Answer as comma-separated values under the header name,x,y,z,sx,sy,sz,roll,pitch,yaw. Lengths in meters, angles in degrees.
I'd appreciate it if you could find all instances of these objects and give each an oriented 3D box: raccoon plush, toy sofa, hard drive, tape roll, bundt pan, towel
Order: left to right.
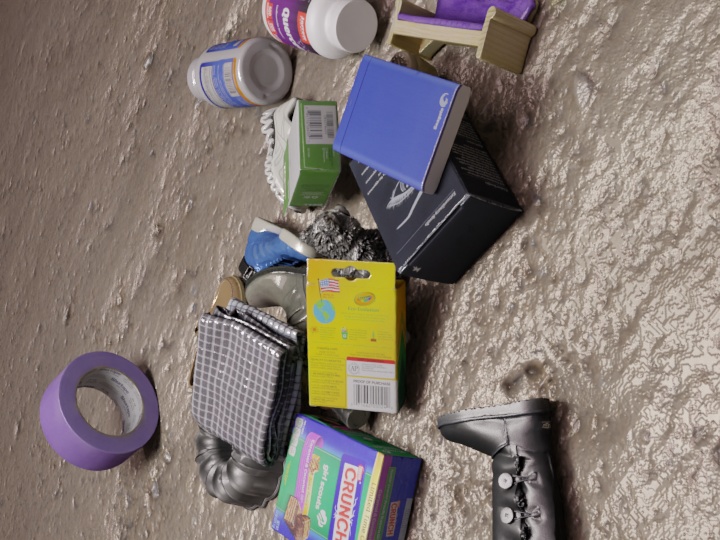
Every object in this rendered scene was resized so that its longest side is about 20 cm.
name,x,y,z,sx,sy,sz,roll,pitch,yaw
tape roll,-0.477,0.257,1.759,0.085,0.198,0.202,-37,55,37
bundt pan,-0.196,0.275,1.515,0.201,0.075,0.205,-14,71,47
towel,-0.163,0.159,1.376,0.164,0.085,0.203,24,115,35
raccoon plush,0.000,0.000,1.296,0.097,0.133,0.201,-47,49,31
hard drive,0.046,-0.188,1.207,0.199,0.025,0.133,32,105,49
toy sofa,0.131,-0.324,1.255,0.199,0.082,0.099,25,102,50

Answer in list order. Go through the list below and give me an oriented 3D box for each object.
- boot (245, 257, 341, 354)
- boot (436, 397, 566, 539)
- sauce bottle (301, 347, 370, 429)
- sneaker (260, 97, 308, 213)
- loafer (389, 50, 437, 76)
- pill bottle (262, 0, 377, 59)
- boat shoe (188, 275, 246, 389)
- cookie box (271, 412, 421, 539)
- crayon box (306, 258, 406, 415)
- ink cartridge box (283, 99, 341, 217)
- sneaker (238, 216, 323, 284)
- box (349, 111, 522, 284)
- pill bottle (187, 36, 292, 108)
name,x,y,z,sx,sy,sz,roll,pitch,yaw
boot,-0.100,0.061,1.408,0.198,0.068,0.132,-13,55,32
boot,0.161,0.259,1.107,0.164,0.065,0.203,-20,71,48
sauce bottle,-0.053,0.157,1.382,0.200,0.064,0.065,38,110,46
sneaker,-0.107,-0.187,1.523,0.081,0.075,0.202,-29,60,32
loafer,0.047,-0.227,1.350,0.200,0.067,0.077,134,134,-55
pill bottle,-0.061,-0.391,1.478,0.199,0.112,0.114,31,105,49
boat shoe,-0.243,0.106,1.618,0.071,0.064,0.203,10,90,50
cookie box,-0.023,0.303,1.300,0.199,0.075,0.174,13,91,50
crayon box,-0.004,0.081,1.262,0.125,0.051,0.203,4,104,16
ink cartridge box,-0.074,-0.157,1.391,0.200,0.058,0.105,124,145,-71
sneaker,-0.128,-0.011,1.495,0.199,0.076,0.113,23,93,54
box,0.092,-0.107,1.235,0.148,0.103,0.202,-47,50,32
pill bottle,-0.215,-0.336,1.651,0.199,0.111,0.114,8,88,51
